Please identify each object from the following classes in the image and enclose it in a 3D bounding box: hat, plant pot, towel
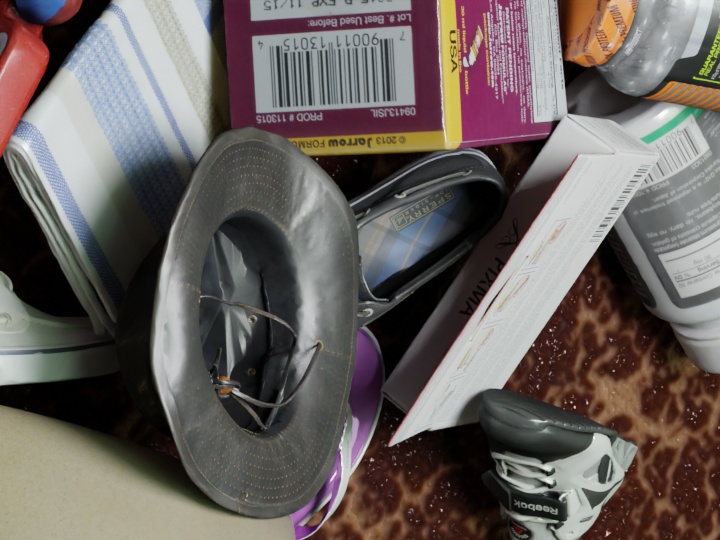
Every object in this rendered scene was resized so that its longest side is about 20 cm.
[{"bbox_3d":[-0.076,0.028,1.415,0.200,0.081,0.201,6,82,-55],"label":"hat"},{"bbox_3d":[-0.167,0.149,1.393,0.200,0.187,0.188,35,69,-21],"label":"plant pot"},{"bbox_3d":[-0.112,-0.081,1.440,0.200,0.024,0.147,-59,141,-33],"label":"towel"}]

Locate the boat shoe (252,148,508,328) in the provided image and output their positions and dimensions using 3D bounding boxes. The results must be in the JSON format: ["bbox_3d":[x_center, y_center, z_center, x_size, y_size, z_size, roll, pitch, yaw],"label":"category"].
[{"bbox_3d":[0.000,0.000,1.542,0.200,0.066,0.070,-31,108,-7],"label":"boat shoe"}]

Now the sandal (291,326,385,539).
[{"bbox_3d":[-0.037,0.116,1.571,0.083,0.050,0.203,52,60,-30],"label":"sandal"}]

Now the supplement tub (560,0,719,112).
[{"bbox_3d":[0.219,-0.155,1.615,0.199,0.122,0.123,9,85,-21],"label":"supplement tub"}]

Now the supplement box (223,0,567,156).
[{"bbox_3d":[0.024,-0.119,1.517,0.200,0.130,0.104,-12,99,-68],"label":"supplement box"}]

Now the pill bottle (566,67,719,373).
[{"bbox_3d":[0.210,-0.039,1.740,0.113,0.113,0.200,-47,120,-30],"label":"pill bottle"}]

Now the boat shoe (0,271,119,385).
[{"bbox_3d":[-0.206,0.024,1.413,0.199,0.071,0.070,0,90,-36],"label":"boat shoe"}]

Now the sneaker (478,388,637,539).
[{"bbox_3d":[0.115,0.127,1.657,0.089,0.074,0.200,-67,154,-4],"label":"sneaker"}]

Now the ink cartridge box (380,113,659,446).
[{"bbox_3d":[0.081,0.003,1.565,0.200,0.045,0.176,-57,164,13],"label":"ink cartridge box"}]

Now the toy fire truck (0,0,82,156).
[{"bbox_3d":[-0.205,-0.098,1.340,0.112,0.168,0.200,40,66,-34],"label":"toy fire truck"}]
